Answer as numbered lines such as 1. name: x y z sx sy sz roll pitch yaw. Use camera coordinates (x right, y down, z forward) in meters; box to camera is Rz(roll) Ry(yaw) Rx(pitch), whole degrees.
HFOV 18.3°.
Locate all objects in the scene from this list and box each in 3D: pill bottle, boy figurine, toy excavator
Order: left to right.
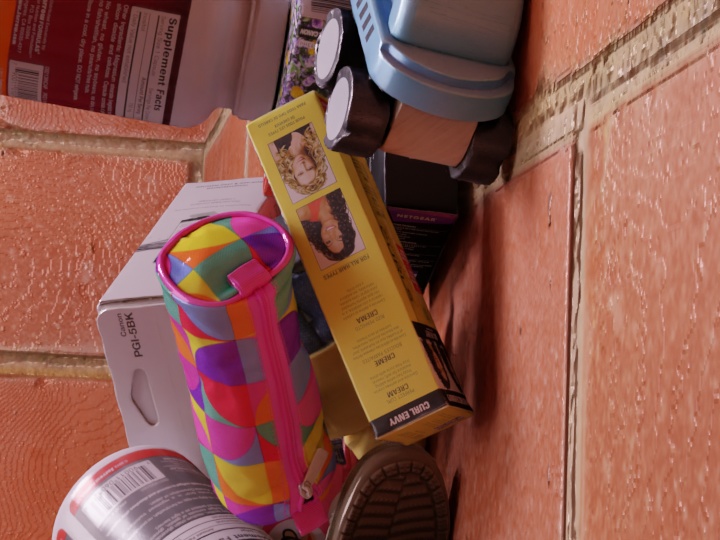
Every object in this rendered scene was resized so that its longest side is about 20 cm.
1. pill bottle: -0.152 -0.158 1.487 0.113 0.198 0.114 -170 90 -85
2. pill bottle: -0.103 0.206 1.416 0.200 0.115 0.117 37 129 45
3. boy figurine: -0.007 0.055 1.408 0.200 0.124 0.065 53 -172 -34
4. toy excavator: 0.051 -0.178 1.251 0.195 0.099 0.201 -102 30 -53

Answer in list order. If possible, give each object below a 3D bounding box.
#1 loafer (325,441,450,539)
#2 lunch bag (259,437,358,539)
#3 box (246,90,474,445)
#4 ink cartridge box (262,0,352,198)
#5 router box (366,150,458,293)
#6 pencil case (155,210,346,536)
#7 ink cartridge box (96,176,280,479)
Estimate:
1. loafer: 0.009 0.180 1.396 0.068 0.075 0.201 -109 22 -53
2. lunch bag: -0.026 0.131 1.555 0.176 0.081 0.202 15 -102 -79
3. box: 0.000 0.000 1.296 0.201 0.050 0.075 67 -169 14
4. ink cartridge box: -0.037 -0.101 1.501 0.109 0.050 0.201 -91 13 -58
5. router box: 0.027 -0.094 1.441 0.149 0.051 0.202 111 162 -64
6. pencil case: -0.063 0.061 1.316 0.089 0.088 0.201 -97 -5 -49
7. ink cartridge box: -0.103 0.041 1.577 0.200 0.082 0.148 -63 -35 -60
